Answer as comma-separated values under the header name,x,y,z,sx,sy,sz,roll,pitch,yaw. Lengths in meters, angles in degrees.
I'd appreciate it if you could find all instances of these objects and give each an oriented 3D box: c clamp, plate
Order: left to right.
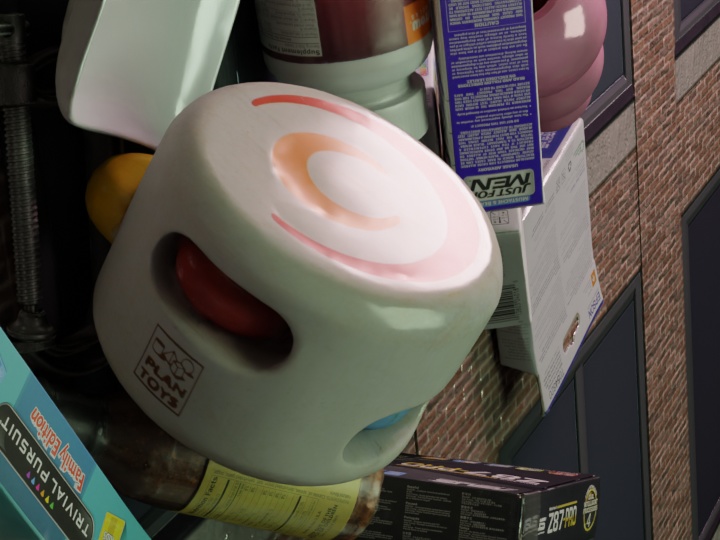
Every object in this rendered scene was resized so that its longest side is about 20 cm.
name,x,y,z,sx,sy,sz,roll,pitch,yaw
c clamp,-0.161,-0.036,0.954,0.171,0.027,0.201,-39,127,-66
plate,-0.100,-0.164,0.976,0.200,0.032,0.200,11,97,-78

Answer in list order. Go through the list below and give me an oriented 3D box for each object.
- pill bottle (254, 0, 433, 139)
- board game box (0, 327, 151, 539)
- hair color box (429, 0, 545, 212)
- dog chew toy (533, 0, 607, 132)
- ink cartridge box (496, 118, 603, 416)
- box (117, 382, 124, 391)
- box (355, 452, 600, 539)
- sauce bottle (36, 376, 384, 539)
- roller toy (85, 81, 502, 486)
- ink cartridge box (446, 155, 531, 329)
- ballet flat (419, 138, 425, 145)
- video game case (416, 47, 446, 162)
name,x,y,z,sx,sy,sz,roll,pitch,yaw
pill bottle,-0.013,-0.177,1.165,0.110,0.109,0.201,-49,136,-55
board game box,-0.187,0.070,0.740,0.200,0.150,0.047,65,37,-47
hair color box,0.078,-0.149,1.205,0.109,0.065,0.200,-96,180,-52
dog chew toy,0.142,-0.178,1.524,0.200,0.124,0.125,59,40,-65
ink cartridge box,0.165,-0.006,1.685,0.200,0.040,0.201,-54,141,-52
box,-0.086,0.023,1.067,0.050,0.075,0.201,38,59,-62
box,0.036,0.147,1.207,0.161,0.199,0.049,1,93,-66
sauce bottle,-0.086,0.093,0.972,0.199,0.066,0.066,17,73,-25
roller toy,-0.036,0.009,0.943,0.140,0.199,0.183,-59,-154,32
ink cartridge box,0.088,-0.069,1.359,0.109,0.050,0.200,77,7,-52
ballet flat,0.000,0.000,1.216,0.069,0.069,0.201,12,98,-66
video game case,0.053,-0.082,1.360,0.200,0.018,0.144,-86,169,-66
